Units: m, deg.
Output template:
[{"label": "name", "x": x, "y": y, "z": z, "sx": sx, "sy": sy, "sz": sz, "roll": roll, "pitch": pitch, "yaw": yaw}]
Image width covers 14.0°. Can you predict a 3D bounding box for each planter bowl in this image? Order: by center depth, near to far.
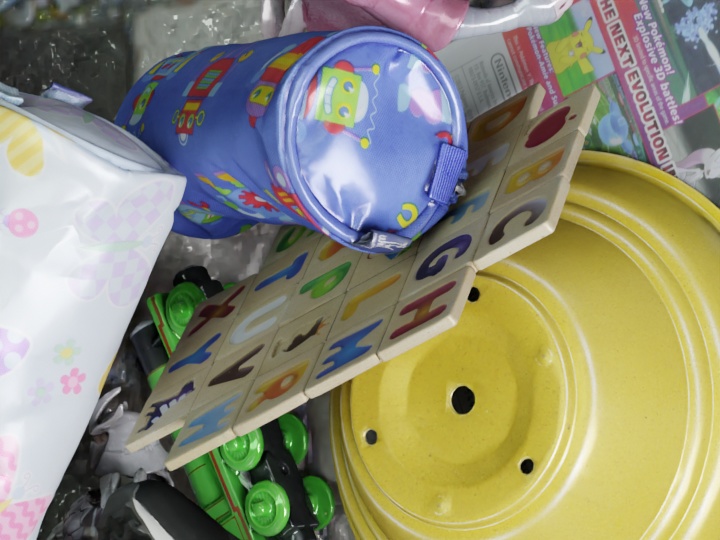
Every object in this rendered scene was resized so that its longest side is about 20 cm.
[{"label": "planter bowl", "x": 0.054, "y": 0.050, "z": 1.077, "sx": 0.200, "sy": 0.083, "sz": 0.201, "roll": -3, "pitch": 83, "yaw": 30}]

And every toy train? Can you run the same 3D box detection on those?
[{"label": "toy train", "x": -0.043, "y": 0.094, "z": 1.183, "sx": 0.056, "sy": 0.042, "sz": 0.201, "roll": -36, "pitch": 68, "yaw": 34}]

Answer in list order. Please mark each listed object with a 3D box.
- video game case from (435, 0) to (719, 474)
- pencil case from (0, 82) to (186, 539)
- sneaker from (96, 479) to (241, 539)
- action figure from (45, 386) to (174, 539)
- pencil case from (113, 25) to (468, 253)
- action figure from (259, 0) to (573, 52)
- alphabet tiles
[{"label": "video game case", "x": 0.098, "y": -0.014, "z": 1.120, "sx": 0.182, "sy": 0.023, "sz": 0.201, "roll": -27, "pitch": 71, "yaw": 26}, {"label": "pencil case", "x": -0.140, "y": 0.031, "z": 1.103, "sx": 0.083, "sy": 0.090, "sz": 0.201, "roll": 37, "pitch": 107, "yaw": 59}, {"label": "sneaker", "x": -0.016, "y": 0.151, "z": 1.104, "sx": 0.200, "sy": 0.090, "sz": 0.070, "roll": 53, "pitch": 147, "yaw": 0}, {"label": "action figure", "x": -0.109, "y": 0.146, "z": 1.174, "sx": 0.069, "sy": 0.130, "sz": 0.201, "roll": 8, "pitch": 94, "yaw": 6}, {"label": "pencil case", "x": -0.026, "y": -0.048, "z": 1.116, "sx": 0.078, "sy": 0.087, "sz": 0.200, "roll": -63, "pitch": 22, "yaw": -9}, {"label": "action figure", "x": -0.001, "y": -0.144, "z": 1.081, "sx": 0.148, "sy": 0.200, "sz": 0.135, "roll": -11, "pitch": 97, "yaw": 15}, {"label": "alphabet tiles", "x": 0.000, "y": 0.000, "z": 1.085, "sx": 0.200, "sy": 0.167, "sz": 0.006, "roll": -28, "pitch": 110, "yaw": 30}]
